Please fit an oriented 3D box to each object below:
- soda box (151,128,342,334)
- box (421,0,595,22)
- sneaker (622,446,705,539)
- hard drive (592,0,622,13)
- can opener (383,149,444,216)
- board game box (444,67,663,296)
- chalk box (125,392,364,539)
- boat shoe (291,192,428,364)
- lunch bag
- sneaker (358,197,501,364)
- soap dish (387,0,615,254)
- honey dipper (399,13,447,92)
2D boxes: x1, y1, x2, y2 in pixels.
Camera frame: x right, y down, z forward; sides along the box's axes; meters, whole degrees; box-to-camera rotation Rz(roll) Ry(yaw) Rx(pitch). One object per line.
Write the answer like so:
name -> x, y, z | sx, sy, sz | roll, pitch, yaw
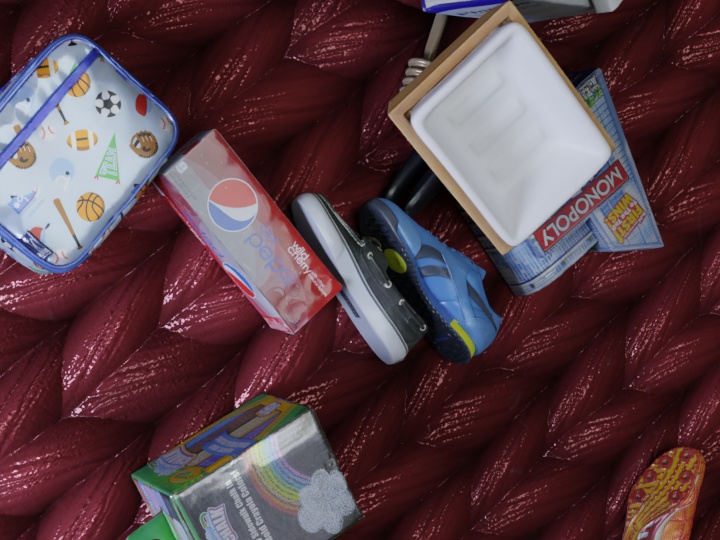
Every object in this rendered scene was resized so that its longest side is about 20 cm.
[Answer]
soda box -> -0.109, -0.036, 1.418 | 0.070, 0.063, 0.200 | -43, 109, -17
box -> 0.153, -0.345, 1.472 | 0.200, 0.105, 0.184 | -6, 94, -51
sneaker -> 0.328, 0.288, 1.639 | 0.077, 0.073, 0.200 | 27, 83, -45
hard drive -> 0.233, -0.372, 1.466 | 0.132, 0.026, 0.200 | -52, 128, -39
can opener -> 0.094, -0.137, 1.516 | 0.200, 0.063, 0.079 | -48, 136, -6
board game box -> 0.219, -0.072, 1.571 | 0.200, 0.062, 0.200 | -41, 106, -19
chalk box -> -0.123, 0.220, 1.386 | 0.200, 0.124, 0.125 | -30, 104, -21
boat shoe -> 0.000, 0.000, 1.470 | 0.057, 0.069, 0.200 | -38, 113, -17
lunch bag -> -0.273, -0.102, 1.335 | 0.160, 0.076, 0.200 | 43, 73, -17
sneaker -> 0.073, -0.002, 1.507 | 0.078, 0.066, 0.200 | -45, 110, -27
soap dish -> 0.133, -0.138, 1.442 | 0.157, 0.081, 0.200 | -44, 120, -2
honey dipper -> 0.083, -0.257, 1.520 | 0.038, 0.038, 0.200 | 23, 78, -24
